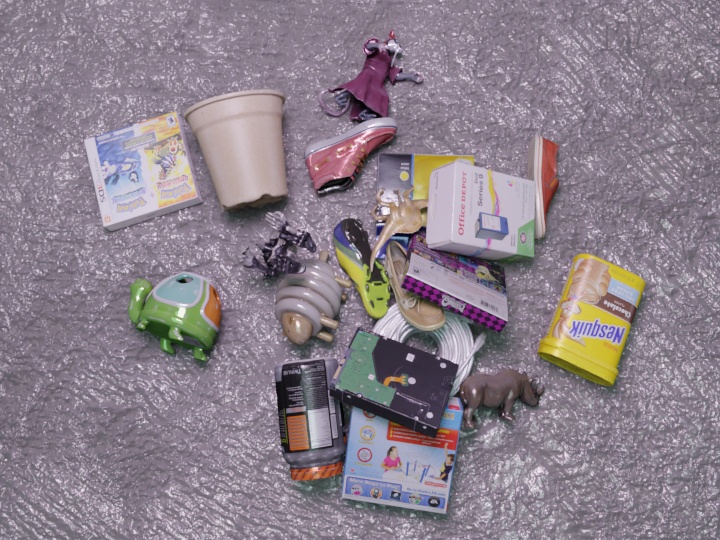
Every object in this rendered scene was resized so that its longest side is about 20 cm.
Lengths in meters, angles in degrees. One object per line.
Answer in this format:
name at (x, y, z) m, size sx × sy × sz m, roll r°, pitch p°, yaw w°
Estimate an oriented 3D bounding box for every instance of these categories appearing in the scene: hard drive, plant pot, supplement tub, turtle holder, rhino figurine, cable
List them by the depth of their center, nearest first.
hard drive at (0.059, 0.190, 1.106) m, size 0.195 × 0.038 × 0.141 m, roll 19°, pitch 47°, yaw 11°
supplement tub at (-0.089, 0.265, 1.159) m, size 0.119 × 0.123 × 0.207 m, roll -6°, pitch 81°, yaw 0°
rhino figurine at (0.263, 0.228, 1.177) m, size 0.194 × 0.059 × 0.090 m, roll -4°, pitch 88°, yaw -24°
turtle holder at (-0.341, 0.078, 1.199) m, size 0.182 × 0.141 × 0.135 m, roll -1°, pitch 59°, yaw 40°
cable at (0.114, 0.151, 1.202) m, size 0.196 × 0.069 × 0.204 m, roll 28°, pitch 83°, yaw 6°
plant pot at (-0.218, -0.218, 1.214) m, size 0.194 × 0.200 × 0.189 m, roll -13°, pitch 91°, yaw -1°

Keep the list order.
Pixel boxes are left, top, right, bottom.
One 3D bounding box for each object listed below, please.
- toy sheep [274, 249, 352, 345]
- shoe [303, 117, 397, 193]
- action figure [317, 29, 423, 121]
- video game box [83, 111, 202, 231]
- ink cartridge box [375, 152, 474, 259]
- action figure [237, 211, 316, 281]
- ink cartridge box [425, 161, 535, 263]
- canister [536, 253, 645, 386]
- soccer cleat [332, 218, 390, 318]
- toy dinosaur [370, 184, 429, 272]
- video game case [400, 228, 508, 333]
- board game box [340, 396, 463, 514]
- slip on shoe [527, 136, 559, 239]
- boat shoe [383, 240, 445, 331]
toy sheep at (-0.091, 0.048, 1.194) m, size 0.134 × 0.140 × 0.203 m, roll 16°, pitch 52°, yaw 3°
shoe at (-0.011, -0.221, 1.253) m, size 0.195 × 0.072 × 0.093 m, roll -19°, pitch 73°, yaw 7°
action figure at (0.029, -0.390, 1.291) m, size 0.146 × 0.134 × 0.204 m, roll 2°, pitch 62°, yaw 43°
video game box at (-0.432, -0.197, 1.275) m, size 0.195 × 0.047 × 0.187 m, roll -17°, pitch 84°, yaw -2°
ink cartridge box at (0.125, -0.125, 1.258) m, size 0.191 × 0.047 × 0.207 m, roll 1°, pitch 79°, yaw 1°
action figure at (-0.155, -0.044, 1.164) m, size 0.101 × 0.199 × 0.121 m, roll 35°, pitch 77°, yaw -24°
ink cartridge box at (0.225, -0.104, 1.191) m, size 0.195 × 0.087 × 0.150 m, roll 9°, pitch 80°, yaw -26°
canister at (0.433, 0.090, 1.200) m, size 0.145 × 0.087 × 0.205 m, roll 23°, pitch 81°, yaw 4°
soccer cleat at (0.001, 0.000, 1.223) m, size 0.063 × 0.084 × 0.205 m, roll -11°, pitch 72°, yaw -34°
toy dinosaur at (0.065, -0.100, 1.195) m, size 0.199 × 0.059 × 0.101 m, roll -41°, pitch 68°, yaw -15°
video game case at (0.173, 0.012, 1.165) m, size 0.195 × 0.183 × 0.036 m, roll 24°, pitch 122°, yaw -5°
board game box at (0.072, 0.318, 1.148) m, size 0.194 × 0.056 × 0.202 m, roll 8°, pitch 103°, yaw 2°
slip on shoe at (0.358, -0.162, 1.249) m, size 0.059 × 0.074 × 0.206 m, roll 6°, pitch 77°, yaw -1°
boat shoe at (0.095, 0.027, 1.173) m, size 0.071 × 0.064 × 0.203 m, roll -16°, pitch 43°, yaw -9°
